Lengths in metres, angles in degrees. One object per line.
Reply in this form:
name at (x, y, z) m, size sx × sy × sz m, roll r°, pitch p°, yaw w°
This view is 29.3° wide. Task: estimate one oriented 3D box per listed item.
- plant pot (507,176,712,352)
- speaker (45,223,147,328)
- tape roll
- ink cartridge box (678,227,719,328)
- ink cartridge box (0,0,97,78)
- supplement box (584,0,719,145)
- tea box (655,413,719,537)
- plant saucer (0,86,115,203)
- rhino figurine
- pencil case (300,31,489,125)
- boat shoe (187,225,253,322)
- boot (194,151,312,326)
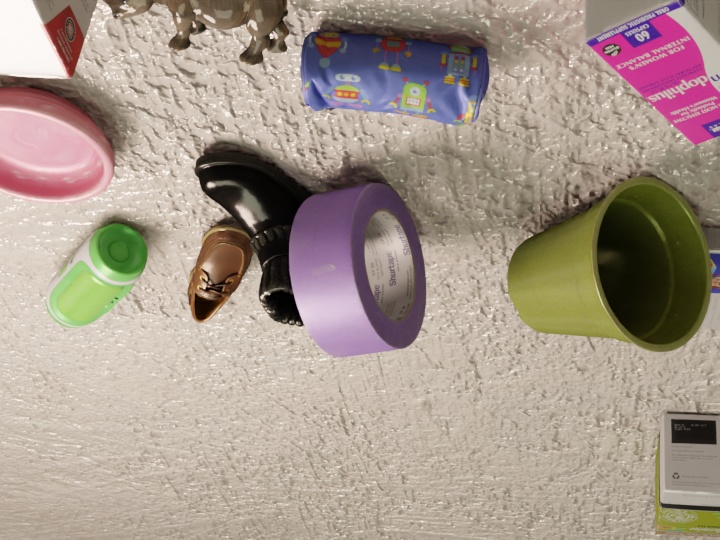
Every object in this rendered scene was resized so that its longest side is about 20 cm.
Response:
plant pot at (0.280, 0.004, 1.634) m, size 0.199 × 0.201 × 0.190 m, roll 26°, pitch 159°, yaw -30°
speaker at (-0.358, 0.010, 1.855) m, size 0.088 × 0.089 × 0.200 m, roll 21°, pitch 148°, yaw -24°
tape roll at (0.000, 0.000, 1.643) m, size 0.084 × 0.201 × 0.200 m, roll -10°, pitch 147°, yaw 26°
ink cartridge box at (0.488, 0.014, 1.723) m, size 0.198 × 0.047 × 0.198 m, roll 1°, pitch 149°, yaw 6°
ink cartridge box at (-0.282, -0.291, 1.194) m, size 0.082 × 0.201 × 0.147 m, roll 4°, pitch 150°, yaw 11°
supplement box at (0.306, -0.220, 1.291) m, size 0.101 × 0.104 × 0.200 m, roll -20°, pitch 142°, yaw 38°
tea box at (0.567, 0.326, 2.159) m, size 0.199 × 0.134 × 0.197 m, roll 1°, pitch 151°, yaw 10°
plant saucer at (-0.384, -0.151, 1.613) m, size 0.199 × 0.051 × 0.201 m, roll 5°, pitch 151°, yaw 3°
rhino figurine at (-0.165, -0.264, 1.353) m, size 0.199 × 0.060 × 0.088 m, roll 10°, pitch 131°, yaw -4°
pencil case at (0.032, -0.195, 1.413) m, size 0.199 × 0.078 × 0.087 m, roll 6°, pitch 122°, yaw 3°
boat shoe at (-0.188, 0.007, 1.829) m, size 0.072 × 0.068 × 0.200 m, roll 14°, pitch 150°, yaw -12°
boot at (-0.116, -0.037, 1.643) m, size 0.210 × 0.159 × 0.079 m, roll 28°, pitch 145°, yaw -33°
